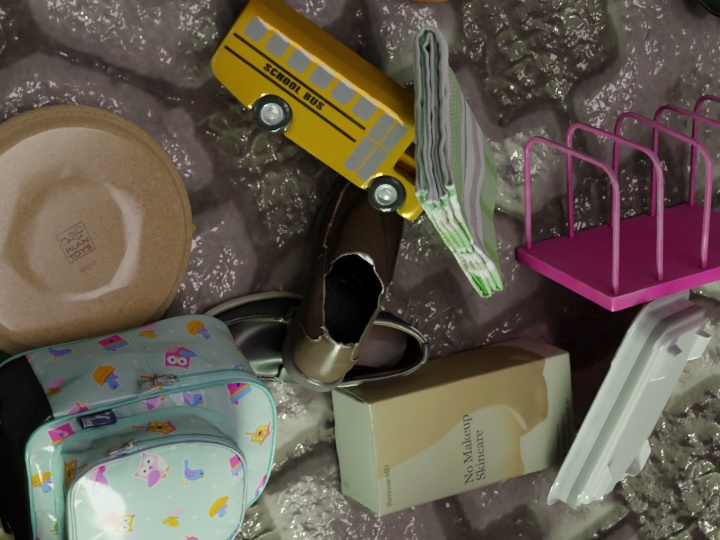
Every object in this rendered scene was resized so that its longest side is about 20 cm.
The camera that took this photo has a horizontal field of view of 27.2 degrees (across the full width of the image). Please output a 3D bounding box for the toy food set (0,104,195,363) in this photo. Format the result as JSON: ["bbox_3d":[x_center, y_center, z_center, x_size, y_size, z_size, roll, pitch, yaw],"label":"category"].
[{"bbox_3d":[-0.217,-0.022,1.097,0.200,0.049,0.198,-48,117,-14],"label":"toy food set"}]

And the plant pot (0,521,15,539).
[{"bbox_3d":[-0.325,0.258,1.023,0.184,0.200,0.200,-42,115,-2],"label":"plant pot"}]

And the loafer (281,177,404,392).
[{"bbox_3d":[0.000,0.000,1.167,0.073,0.071,0.200,24,58,-17],"label":"loafer"}]

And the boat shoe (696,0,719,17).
[{"bbox_3d":[0.261,-0.289,1.292,0.066,0.074,0.199,-43,115,-13],"label":"boat shoe"}]

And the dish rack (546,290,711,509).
[{"bbox_3d":[0.241,0.116,1.294,0.172,0.043,0.200,-13,130,-63],"label":"dish rack"}]

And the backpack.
[{"bbox_3d":[-0.156,0.131,1.086,0.200,0.153,0.176,-21,134,-30],"label":"backpack"}]

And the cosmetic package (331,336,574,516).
[{"bbox_3d":[0.081,0.130,1.268,0.200,0.071,0.105,-13,105,-26],"label":"cosmetic package"}]

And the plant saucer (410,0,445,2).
[{"bbox_3d":[0.065,-0.312,1.184,0.200,0.032,0.201,-14,117,-28],"label":"plant saucer"}]

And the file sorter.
[{"bbox_3d":[0.254,-0.066,1.277,0.200,0.139,0.126,-14,115,-25],"label":"file sorter"}]

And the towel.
[{"bbox_3d":[0.082,-0.081,1.163,0.200,0.031,0.150,50,37,-61],"label":"towel"}]

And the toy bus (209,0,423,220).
[{"bbox_3d":[-0.020,-0.125,1.140,0.200,0.065,0.078,34,111,-11],"label":"toy bus"}]

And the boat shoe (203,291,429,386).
[{"bbox_3d":[-0.041,0.059,1.195,0.200,0.068,0.072,2,102,-26],"label":"boat shoe"}]
